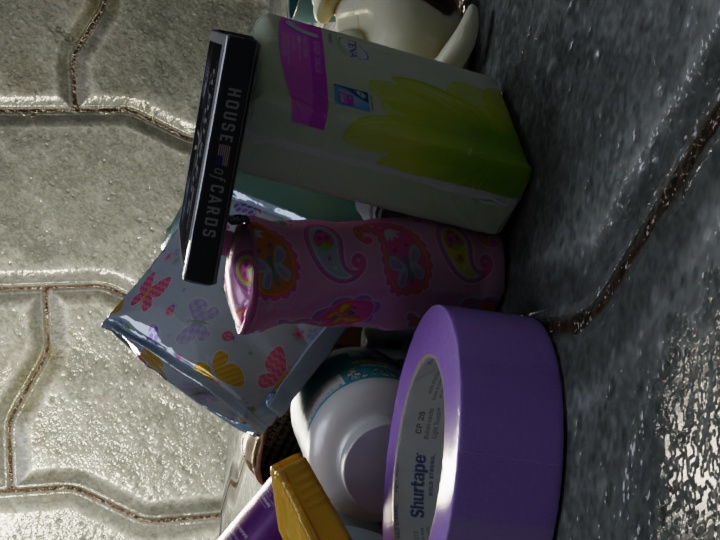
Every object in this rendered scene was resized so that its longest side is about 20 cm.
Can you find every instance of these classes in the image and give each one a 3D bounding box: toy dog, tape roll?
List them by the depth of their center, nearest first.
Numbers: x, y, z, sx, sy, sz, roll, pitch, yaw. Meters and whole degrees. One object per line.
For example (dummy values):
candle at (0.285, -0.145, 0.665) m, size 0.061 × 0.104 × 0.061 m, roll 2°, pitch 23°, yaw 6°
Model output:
tape roll at (0.066, 0.125, 0.848) m, size 0.200 × 0.065 × 0.201 m, roll -171°, pitch 90°, yaw -81°
toy dog at (0.030, -0.240, 1.156) m, size 0.194 × 0.139 × 0.201 m, roll 153°, pitch 125°, yaw -63°

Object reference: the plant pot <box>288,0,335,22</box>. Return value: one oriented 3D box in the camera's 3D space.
plant pot at (0.009, -0.344, 1.358) m, size 0.200 × 0.134 × 0.201 m, roll -173°, pitch 90°, yaw -81°

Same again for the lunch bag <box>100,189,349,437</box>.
lunch bag at (-0.090, 0.040, 1.119) m, size 0.200 × 0.127 × 0.170 m, roll 21°, pitch 70°, yaw 47°

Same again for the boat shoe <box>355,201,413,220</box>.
boat shoe at (0.046, -0.039, 1.071) m, size 0.072 × 0.071 × 0.200 m, roll -55°, pitch -12°, yaw 4°

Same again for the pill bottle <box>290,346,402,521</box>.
pill bottle at (0.007, 0.131, 1.060) m, size 0.200 × 0.110 × 0.111 m, roll -137°, pitch 56°, yaw -78°

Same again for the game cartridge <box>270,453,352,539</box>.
game cartridge at (-0.007, 0.236, 0.916) m, size 0.200 × 0.032 × 0.177 m, roll 58°, pitch 165°, yaw 23°

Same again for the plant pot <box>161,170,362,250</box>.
plant pot at (-0.085, -0.033, 1.321) m, size 0.200 × 0.187 × 0.200 m, roll -54°, pitch 11°, yaw 16°

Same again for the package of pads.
package of pads at (0.011, -0.106, 0.950) m, size 0.155 × 0.199 × 0.068 m, roll -96°, pitch 23°, yaw -58°

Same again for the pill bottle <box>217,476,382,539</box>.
pill bottle at (-0.080, 0.270, 1.171) m, size 0.200 × 0.112 × 0.112 m, roll -50°, pitch 10°, yaw -2°

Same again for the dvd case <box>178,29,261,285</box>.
dvd case at (-0.097, -0.083, 0.885) m, size 0.200 × 0.025 × 0.151 m, roll -128°, pitch 48°, yaw -77°

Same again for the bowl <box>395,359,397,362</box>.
bowl at (-0.023, 0.162, 1.333) m, size 0.200 × 0.074 × 0.201 m, roll 152°, pitch 126°, yaw -80°

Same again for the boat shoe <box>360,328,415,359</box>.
boat shoe at (0.037, 0.027, 1.119) m, size 0.200 × 0.069 × 0.067 m, roll 104°, pitch 170°, yaw -76°

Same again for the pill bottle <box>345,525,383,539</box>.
pill bottle at (-0.021, 0.314, 1.076) m, size 0.113 × 0.112 × 0.201 m, roll -113°, pitch 31°, yaw -72°

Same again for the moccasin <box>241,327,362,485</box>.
moccasin at (-0.049, 0.105, 1.217) m, size 0.202 × 0.073 × 0.078 m, roll -56°, pitch 23°, yaw 12°

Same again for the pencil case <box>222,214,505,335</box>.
pencil case at (0.000, 0.000, 0.929) m, size 0.087 × 0.199 × 0.088 m, roll 179°, pitch 90°, yaw -70°
